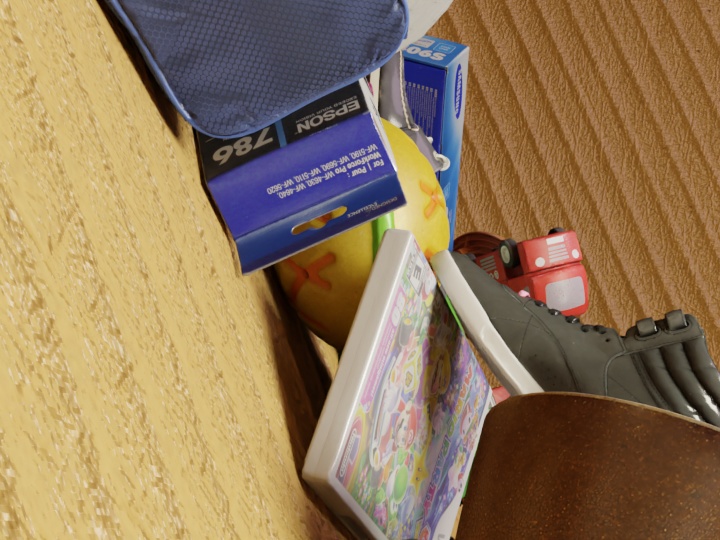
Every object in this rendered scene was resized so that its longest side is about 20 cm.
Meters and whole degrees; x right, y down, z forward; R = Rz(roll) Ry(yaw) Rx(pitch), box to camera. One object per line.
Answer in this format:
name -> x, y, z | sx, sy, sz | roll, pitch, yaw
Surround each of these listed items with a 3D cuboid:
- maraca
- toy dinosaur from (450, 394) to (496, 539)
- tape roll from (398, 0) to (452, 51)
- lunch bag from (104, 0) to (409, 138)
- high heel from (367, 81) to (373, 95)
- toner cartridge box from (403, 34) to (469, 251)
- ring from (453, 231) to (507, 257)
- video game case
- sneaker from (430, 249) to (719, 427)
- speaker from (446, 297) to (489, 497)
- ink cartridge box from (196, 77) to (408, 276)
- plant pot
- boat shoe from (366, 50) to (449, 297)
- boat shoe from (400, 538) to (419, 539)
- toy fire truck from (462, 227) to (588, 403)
maraca -> 0.000, 0.000, 0.825 | 0.137, 0.107, 0.200 | -161, -112, -80
toy dinosaur -> 0.097, 0.149, 0.976 | 0.200, 0.102, 0.136 | 180, -95, -71
tape roll -> -0.032, -0.214, 0.842 | 0.200, 0.200, 0.066 | 62, 9, -47
lunch bag -> -0.072, -0.188, 0.692 | 0.132, 0.136, 0.200 | -105, 170, -54
high heel -> -0.021, -0.084, 0.961 | 0.200, 0.096, 0.068 | 14, 53, -83
toner cartridge box -> 0.026, -0.082, 1.033 | 0.043, 0.095, 0.200 | -48, 149, -48
ring -> 0.109, 0.067, 1.105 | 0.200, 0.019, 0.201 | 35, -48, 50
video game case -> 0.028, 0.088, 0.766 | 0.200, 0.018, 0.143 | 60, 44, -55
sneaker -> 0.127, 0.043, 0.743 | 0.200, 0.099, 0.071 | 50, -1, 26
speaker -> 0.032, 0.061, 0.962 | 0.088, 0.088, 0.200 | 59, 10, -57
ink cartridge box -> -0.043, -0.089, 0.769 | 0.200, 0.099, 0.039 | -108, 173, -48
plant pot -> 0.104, 0.185, 0.577 | 0.200, 0.187, 0.187 | -65, 151, -22
boat shoe -> 0.028, -0.063, 0.932 | 0.073, 0.063, 0.200 | 126, -35, -75
boat shoe -> 0.063, 0.220, 0.699 | 0.200, 0.073, 0.062 | 59, 12, -24
toy fire truck -> 0.110, 0.052, 1.013 | 0.200, 0.049, 0.141 | -21, -97, 67
